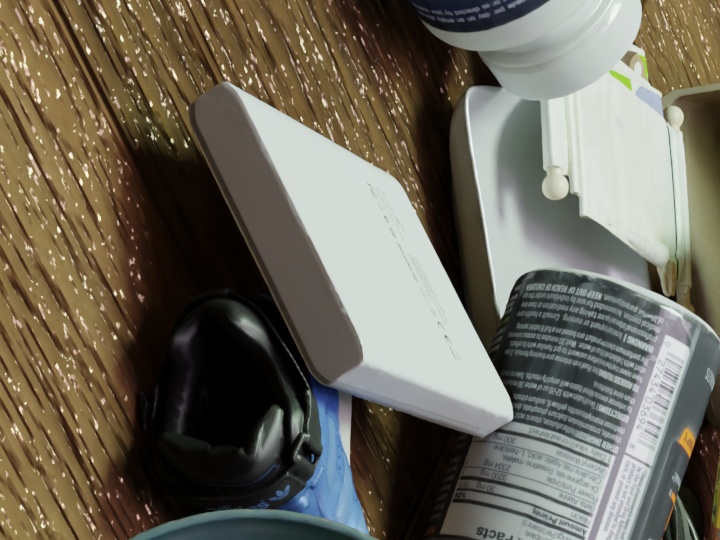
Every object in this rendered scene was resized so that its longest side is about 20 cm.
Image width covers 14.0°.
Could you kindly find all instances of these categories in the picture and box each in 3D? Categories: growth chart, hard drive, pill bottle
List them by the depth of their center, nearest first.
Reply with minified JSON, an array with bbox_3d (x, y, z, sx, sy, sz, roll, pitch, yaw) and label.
[{"bbox_3d":[0.000,0.000,1.249,0.132,0.026,0.200,63,14,18],"label":"hard drive"},{"bbox_3d":[0.089,0.109,1.355,0.106,0.106,0.201,40,66,-51],"label":"pill bottle"},{"bbox_3d":[0.055,-0.175,1.384,0.200,0.111,0.111,52,39,-39],"label":"pill bottle"},{"bbox_3d":[0.136,-0.071,1.546,0.200,0.018,0.145,36,49,-55],"label":"growth chart"}]

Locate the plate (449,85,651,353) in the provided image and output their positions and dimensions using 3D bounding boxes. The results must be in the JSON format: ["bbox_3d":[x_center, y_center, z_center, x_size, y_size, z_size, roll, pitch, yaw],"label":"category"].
[{"bbox_3d":[0.098,0.007,1.504,0.200,0.032,0.201,-6,88,-62],"label":"plate"}]

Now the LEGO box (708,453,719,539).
[{"bbox_3d":[0.247,0.062,1.599,0.149,0.077,0.201,-9,106,-75],"label":"LEGO box"}]

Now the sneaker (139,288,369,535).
[{"bbox_3d":[-0.036,0.105,1.170,0.111,0.076,0.201,21,59,-65],"label":"sneaker"}]

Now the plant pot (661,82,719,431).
[{"bbox_3d":[0.303,-0.024,1.750,0.177,0.199,0.201,-13,93,-74],"label":"plant pot"}]

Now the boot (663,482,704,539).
[{"bbox_3d":[0.158,0.203,1.532,0.131,0.067,0.201,32,59,-68],"label":"boot"}]

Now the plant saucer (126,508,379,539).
[{"bbox_3d":[-0.042,0.187,1.068,0.036,0.199,0.201,156,-73,-80],"label":"plant saucer"}]
